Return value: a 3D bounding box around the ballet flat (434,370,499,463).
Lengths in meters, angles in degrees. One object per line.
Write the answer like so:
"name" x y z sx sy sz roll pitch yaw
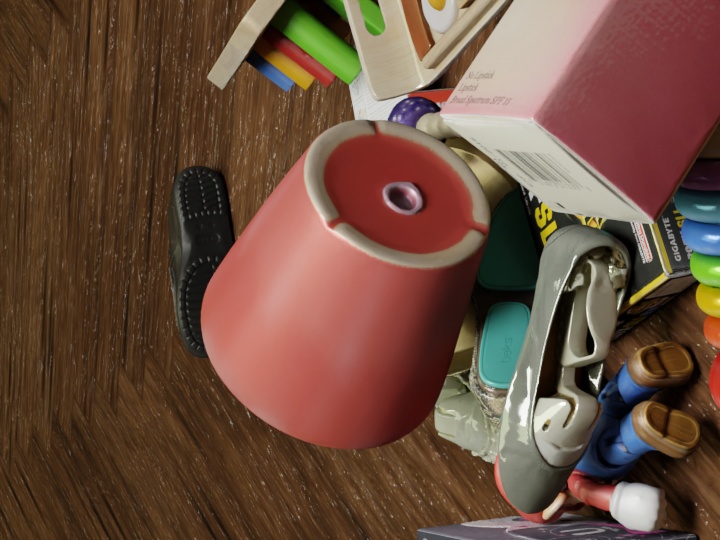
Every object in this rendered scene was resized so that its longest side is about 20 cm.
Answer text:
"ballet flat" 0.078 0.107 1.739 0.200 0.071 0.072 47 138 51

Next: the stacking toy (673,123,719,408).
"stacking toy" 0.236 -0.001 1.338 0.085 0.085 0.201 24 123 62

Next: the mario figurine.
"mario figurine" 0.180 0.124 1.525 0.106 0.124 0.200 43 143 -5

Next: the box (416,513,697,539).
"box" 0.143 0.242 1.552 0.200 0.132 0.115 179 87 -66

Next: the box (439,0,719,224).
"box" 0.162 -0.141 1.289 0.200 0.109 0.128 -57 23 -10

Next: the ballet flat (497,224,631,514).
"ballet flat" 0.138 0.069 1.434 0.064 0.067 0.201 13 94 59

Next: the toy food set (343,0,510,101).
"toy food set" 0.034 -0.219 1.443 0.200 0.060 0.144 137 121 -62

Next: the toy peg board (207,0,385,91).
"toy peg board" -0.016 -0.224 1.729 0.098 0.200 0.199 37 166 -5

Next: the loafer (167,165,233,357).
"loafer" -0.167 -0.007 2.255 0.071 0.073 0.201 162 107 -71

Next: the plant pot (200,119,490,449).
"plant pot" 0.000 0.000 1.557 0.201 0.200 0.178 66 146 32

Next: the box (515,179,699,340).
"box" 0.169 -0.064 1.501 0.160 0.049 0.201 134 124 -63

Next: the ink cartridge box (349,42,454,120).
"ink cartridge box" 0.044 -0.102 1.766 0.109 0.050 0.201 154 107 -65

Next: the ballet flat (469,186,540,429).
"ballet flat" 0.113 0.032 1.579 0.075 0.068 0.201 81 -165 -52

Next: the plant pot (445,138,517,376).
"plant pot" 0.057 -0.016 1.683 0.199 0.027 0.201 0 91 32

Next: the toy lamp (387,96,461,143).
"toy lamp" 0.080 -0.107 1.559 0.200 0.058 0.058 177 86 -68
